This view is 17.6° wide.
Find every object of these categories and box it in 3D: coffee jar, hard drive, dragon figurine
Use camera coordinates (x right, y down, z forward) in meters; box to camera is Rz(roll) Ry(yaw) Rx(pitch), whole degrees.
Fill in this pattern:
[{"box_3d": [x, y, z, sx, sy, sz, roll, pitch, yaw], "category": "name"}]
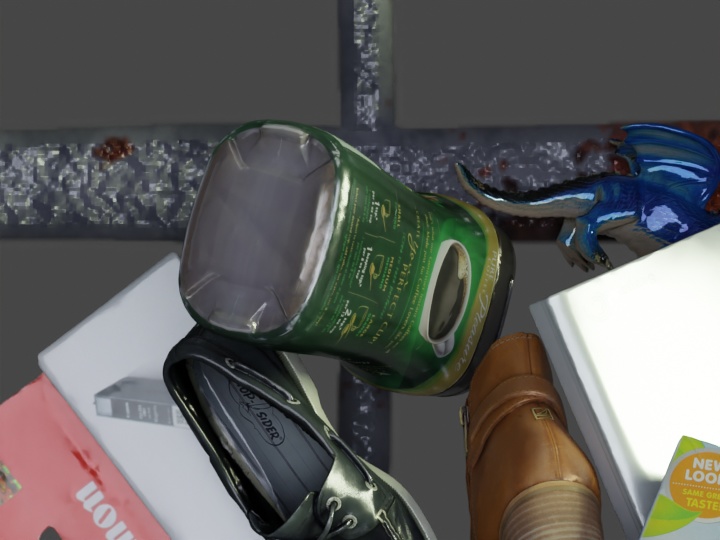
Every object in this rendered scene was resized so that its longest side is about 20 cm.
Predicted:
[{"box_3d": [0.000, 0.000, 1.128, 0.085, 0.200, 0.105, 13, 84, 32], "category": "coffee jar"}, {"box_3d": [0.176, 0.085, 1.119, 0.131, 0.026, 0.201, -22, 87, -26], "category": "hard drive"}, {"box_3d": [0.149, -0.041, 1.190, 0.199, 0.059, 0.100, 24, 84, -1], "category": "dragon figurine"}]

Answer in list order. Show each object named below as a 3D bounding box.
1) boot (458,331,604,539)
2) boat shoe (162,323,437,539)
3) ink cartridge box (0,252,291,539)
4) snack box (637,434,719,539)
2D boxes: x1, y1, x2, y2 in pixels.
[{"box_3d": [0.071, 0.144, 1.161, 0.076, 0.201, 0.156, -3, 49, -9], "category": "boot"}, {"box_3d": [-0.029, 0.108, 1.128, 0.074, 0.066, 0.200, -34, 83, 30], "category": "boat shoe"}, {"box_3d": [-0.103, 0.122, 1.196, 0.173, 0.044, 0.200, -37, 85, -3], "category": "ink cartridge box"}, {"box_3d": [0.170, 0.186, 1.007, 0.141, 0.053, 0.201, 18, 64, 19], "category": "snack box"}]
